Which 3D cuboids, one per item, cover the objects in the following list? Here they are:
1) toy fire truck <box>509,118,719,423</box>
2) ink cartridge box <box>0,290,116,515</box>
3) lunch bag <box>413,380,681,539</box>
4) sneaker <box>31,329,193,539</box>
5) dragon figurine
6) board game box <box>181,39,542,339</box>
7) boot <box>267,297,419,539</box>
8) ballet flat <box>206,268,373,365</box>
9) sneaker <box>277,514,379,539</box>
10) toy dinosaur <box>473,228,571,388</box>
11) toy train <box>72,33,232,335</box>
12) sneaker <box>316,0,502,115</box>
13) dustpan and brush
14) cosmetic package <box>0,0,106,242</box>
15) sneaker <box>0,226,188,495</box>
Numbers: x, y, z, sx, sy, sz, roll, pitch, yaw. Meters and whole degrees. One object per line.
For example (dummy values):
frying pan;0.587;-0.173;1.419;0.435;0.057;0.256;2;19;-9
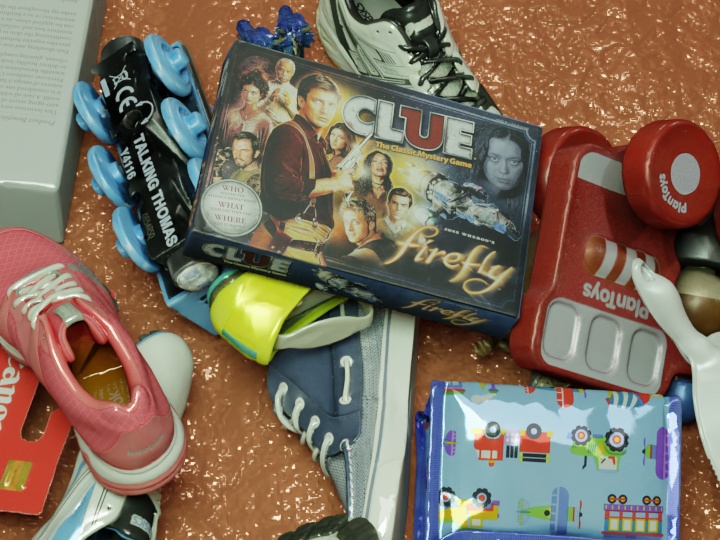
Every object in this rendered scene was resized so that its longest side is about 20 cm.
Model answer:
toy fire truck;0.182;0.003;1.286;0.200;0.112;0.169;19;79;-36
ink cartridge box;-0.265;0.059;1.243;0.199;0.050;0.161;3;58;19
lunch bag;0.107;0.175;1.220;0.150;0.094;0.201;3;72;-4
sneaker;-0.139;0.128;1.219;0.072;0.072;0.200;6;62;34
dragon figurine;-0.035;-0.075;1.335;0.059;0.100;0.200;-15;62;-12
board game box;0.004;-0.049;1.235;0.199;0.035;0.136;14;61;-10
boot;-0.015;0.099;1.260;0.090;0.073;0.200;2;51;5
ballet flat;0.000;0.000;1.265;0.200;0.067;0.067;-28;62;-26
sneaker;-0.068;0.216;1.177;0.199;0.089;0.077;-21;23;10
toy dinosaur;0.105;0.013;1.331;0.106;0.060;0.200;17;47;-7
toy train;-0.114;-0.060;1.312;0.087;0.114;0.200;-31;55;13
sneaker;0.037;-0.135;1.383;0.076;0.088;0.200;-33;69;-22
dustpan and brush;0.223;0.068;1.237;0.057;0.200;0.140;-11;33;33
cosmetic package;-0.231;-0.125;1.366;0.101;0.071;0.201;6;59;0
sneaker;-0.164;0.033;1.193;0.074;0.087;0.200;-32;60;-16
